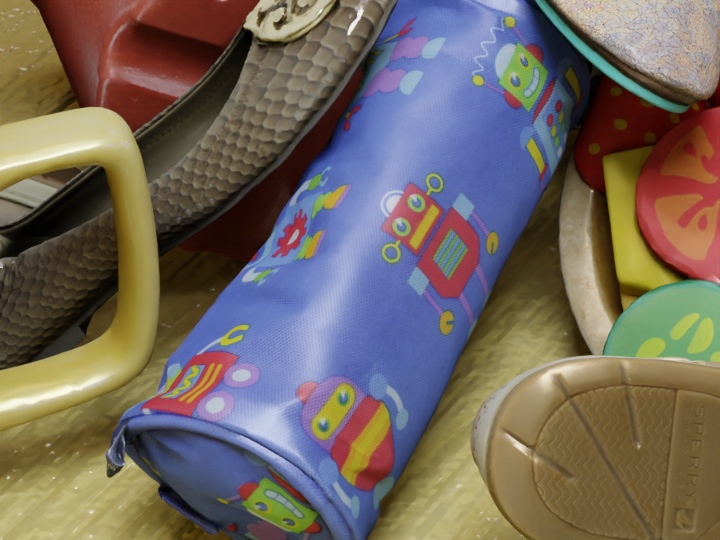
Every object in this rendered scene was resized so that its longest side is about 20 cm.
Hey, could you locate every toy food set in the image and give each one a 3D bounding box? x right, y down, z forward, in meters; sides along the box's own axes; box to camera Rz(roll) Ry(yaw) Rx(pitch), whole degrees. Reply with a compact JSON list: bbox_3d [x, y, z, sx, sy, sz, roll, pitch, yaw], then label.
[{"bbox_3d":[0.159,-0.021,0.760,0.200,0.049,0.198,-11,64,12],"label":"toy food set"}]

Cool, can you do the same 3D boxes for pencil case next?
[{"bbox_3d":[0.000,0.000,0.749,0.087,0.078,0.200,-19,35,52],"label":"pencil case"}]

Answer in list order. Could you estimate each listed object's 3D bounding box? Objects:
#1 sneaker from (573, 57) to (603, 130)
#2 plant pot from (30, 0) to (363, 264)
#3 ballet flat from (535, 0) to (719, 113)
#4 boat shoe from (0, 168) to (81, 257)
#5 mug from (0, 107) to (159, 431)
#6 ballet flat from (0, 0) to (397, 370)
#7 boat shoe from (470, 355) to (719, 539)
[{"bbox_3d":[0.093,-0.080,0.925,0.085,0.077,0.200,13,10,-28],"label":"sneaker"},{"bbox_3d":[-0.039,-0.116,0.888,0.200,0.201,0.195,-9,41,-9],"label":"plant pot"},{"bbox_3d":[0.082,-0.119,0.787,0.068,0.067,0.200,23,20,-22],"label":"ballet flat"},{"bbox_3d":[-0.172,-0.023,0.814,0.200,0.065,0.072,12,13,-34],"label":"boat shoe"},{"bbox_3d":[-0.164,0.024,0.699,0.186,0.153,0.150,5,33,12],"label":"mug"},{"bbox_3d":[-0.066,-0.035,0.771,0.200,0.046,0.067,-41,16,24],"label":"ballet flat"},{"bbox_3d":[0.126,0.058,0.681,0.200,0.074,0.069,13,1,-12],"label":"boat shoe"}]
